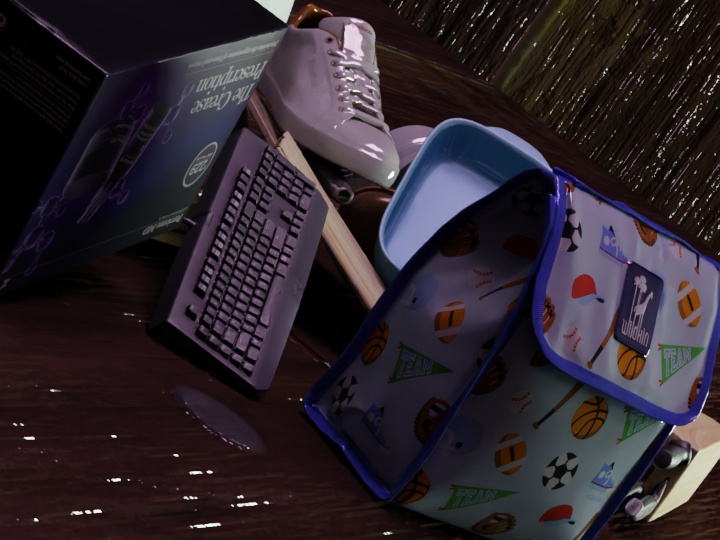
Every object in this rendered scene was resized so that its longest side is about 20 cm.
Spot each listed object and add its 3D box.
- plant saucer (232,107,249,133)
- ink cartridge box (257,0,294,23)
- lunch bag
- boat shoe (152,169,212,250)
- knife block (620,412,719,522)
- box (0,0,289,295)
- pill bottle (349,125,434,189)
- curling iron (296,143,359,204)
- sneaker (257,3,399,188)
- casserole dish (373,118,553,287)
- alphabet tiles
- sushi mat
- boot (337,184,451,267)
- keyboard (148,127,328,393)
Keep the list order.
[{"bbox_3d":[-0.150,-0.159,1.871,0.200,0.034,0.200,43,-5,5],"label":"plant saucer"},{"bbox_3d":[-0.139,-0.188,1.489,0.145,0.145,0.200,35,41,18],"label":"ink cartridge box"},{"bbox_3d":[0.100,0.050,1.423,0.170,0.200,0.124,26,14,-43],"label":"lunch bag"},{"bbox_3d":[-0.123,-0.053,1.532,0.070,0.070,0.200,28,5,36],"label":"boat shoe"},{"bbox_3d":[0.204,0.134,1.749,0.200,0.064,0.176,29,13,-31],"label":"knife block"},{"bbox_3d":[-0.137,-0.078,1.307,0.079,0.141,0.200,39,25,12],"label":"box"},{"bbox_3d":[0.074,-0.024,1.907,0.114,0.114,0.200,27,13,-37],"label":"pill bottle"},{"bbox_3d":[-0.018,-0.071,1.768,0.050,0.026,0.200,7,8,-4],"label":"curling iron"},{"bbox_3d":[-0.016,-0.129,1.759,0.073,0.085,0.200,24,16,-34],"label":"sneaker"},{"bbox_3d":[0.075,-0.025,1.747,0.121,0.039,0.200,33,43,-3],"label":"casserole dish"},{"bbox_3d":[-0.040,-0.056,1.743,0.200,0.006,0.166,62,3,27],"label":"alphabet tiles"},{"bbox_3d":[0.000,0.000,1.639,0.200,0.012,0.096,57,7,-9],"label":"sushi mat"},{"bbox_3d":[0.058,0.019,1.766,0.200,0.074,0.075,45,21,1],"label":"boot"},{"bbox_3d":[-0.083,-0.022,1.455,0.127,0.021,0.200,33,34,-12],"label":"keyboard"}]
